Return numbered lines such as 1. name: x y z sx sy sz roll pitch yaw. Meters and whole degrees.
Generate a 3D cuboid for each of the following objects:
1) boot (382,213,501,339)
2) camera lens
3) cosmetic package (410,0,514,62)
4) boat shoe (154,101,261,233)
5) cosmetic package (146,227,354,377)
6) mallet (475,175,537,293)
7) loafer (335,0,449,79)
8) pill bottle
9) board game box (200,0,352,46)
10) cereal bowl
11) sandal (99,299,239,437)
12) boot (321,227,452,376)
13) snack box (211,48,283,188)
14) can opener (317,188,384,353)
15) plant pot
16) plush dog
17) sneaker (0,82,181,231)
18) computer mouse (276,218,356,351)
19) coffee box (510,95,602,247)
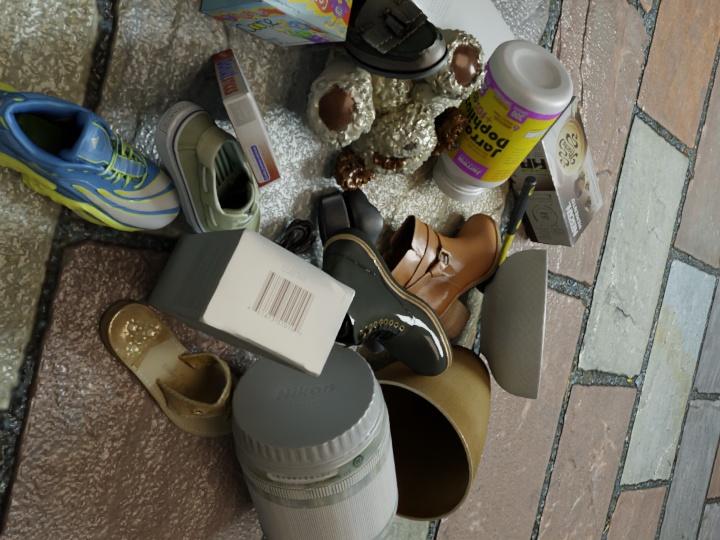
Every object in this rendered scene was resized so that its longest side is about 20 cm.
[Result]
1. boot: 0.107 -0.028 0.899 0.155 0.073 0.201 42 58 -34
2. camera lens: -0.045 0.197 0.723 0.160 0.159 0.201 -36 135 -33
3. cosmetic package: 0.102 -0.305 0.832 0.200 0.074 0.102 37 73 -45
4. boat shoe: -0.124 -0.068 0.619 0.072 0.062 0.200 -49 159 -13
5. cosmetic package: -0.105 0.024 0.603 0.112 0.200 0.082 30 76 -24
6. mallet: 0.205 -0.044 0.965 0.066 0.041 0.201 -37 151 -29
7. loafer: 0.006 -0.245 0.663 0.072 0.200 0.063 -38 138 -10
8. pill bottle: 0.163 -0.172 0.838 0.104 0.104 0.200 -31 164 -36
9. board game box: -0.063 -0.328 0.640 0.102 0.104 0.202 8 94 -45
10. cereal bowl: 0.209 0.070 0.935 0.200 0.082 0.202 5 90 -75
11. sandal: -0.163 0.112 0.670 0.078 0.069 0.212 -54 131 -21
12. boot: 0.017 0.065 0.721 0.200 0.077 0.139 46 26 -12
13. snack box: -0.101 -0.139 0.593 0.024 0.200 0.072 -22 119 -3
14. can opener: 0.000 0.000 0.813 0.078 0.063 0.202 -12 107 -4
15. plant pot: 0.092 0.181 0.880 0.200 0.185 0.188 -33 122 -54
16. plush dog: 0.030 -0.182 0.769 0.198 0.161 0.173 -22 134 -9
17. sneaker: -0.214 -0.081 0.549 0.199 0.105 0.076 26 82 -44
18. computer mouse: -0.049 0.047 0.785 0.110 0.044 0.201 -52 130 -24
19. coffee box: 0.295 -0.150 1.052 0.113 0.079 0.201 -47 128 -27
